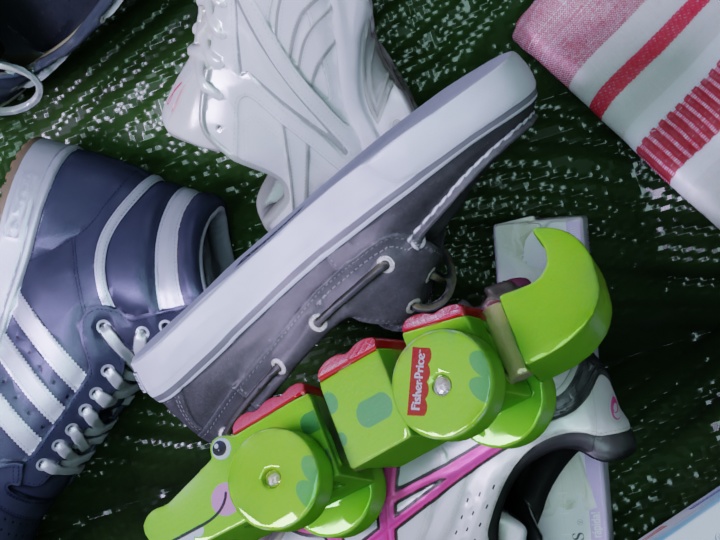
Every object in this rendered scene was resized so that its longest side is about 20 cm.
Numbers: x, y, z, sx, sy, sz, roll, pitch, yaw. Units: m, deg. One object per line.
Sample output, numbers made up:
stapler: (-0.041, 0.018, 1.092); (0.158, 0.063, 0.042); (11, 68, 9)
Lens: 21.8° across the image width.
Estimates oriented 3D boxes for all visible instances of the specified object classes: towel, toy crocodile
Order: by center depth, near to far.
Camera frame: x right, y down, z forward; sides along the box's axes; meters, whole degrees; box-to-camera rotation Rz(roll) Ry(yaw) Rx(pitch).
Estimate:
toy crocodile: (0.006, 0.053, 0.691); (0.200, 0.067, 0.062); (-31, 69, 21)
towel: (0.172, -0.087, 0.739); (0.144, 0.023, 0.200); (-48, 64, 9)

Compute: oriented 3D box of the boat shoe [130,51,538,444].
boat shoe: (0.000, 0.000, 0.716); (0.200, 0.070, 0.066); (-40, 96, 15)

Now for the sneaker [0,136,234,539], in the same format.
sneaker: (-0.113, 0.050, 0.804); (0.108, 0.070, 0.201); (12, 91, 11)

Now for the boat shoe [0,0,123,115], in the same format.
boat shoe: (-0.150, -0.106, 0.779); (0.200, 0.062, 0.075); (-24, 110, 32)

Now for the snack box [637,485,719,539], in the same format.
snack box: (0.199, 0.173, 0.753); (0.116, 0.037, 0.200); (-31, 87, -12)

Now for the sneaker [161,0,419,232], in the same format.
sneaker: (-0.039, -0.091, 0.741); (0.099, 0.078, 0.200); (-22, 118, 1)

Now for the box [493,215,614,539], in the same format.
box: (0.084, 0.077, 0.785); (0.039, 0.041, 0.201); (-5, 92, 11)

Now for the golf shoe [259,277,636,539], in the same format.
golf shoe: (0.025, 0.100, 0.755); (0.092, 0.073, 0.200); (51, 120, 20)
